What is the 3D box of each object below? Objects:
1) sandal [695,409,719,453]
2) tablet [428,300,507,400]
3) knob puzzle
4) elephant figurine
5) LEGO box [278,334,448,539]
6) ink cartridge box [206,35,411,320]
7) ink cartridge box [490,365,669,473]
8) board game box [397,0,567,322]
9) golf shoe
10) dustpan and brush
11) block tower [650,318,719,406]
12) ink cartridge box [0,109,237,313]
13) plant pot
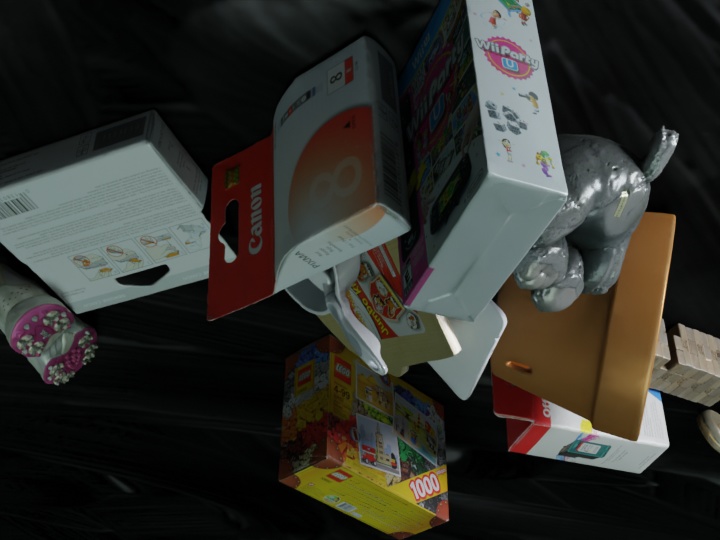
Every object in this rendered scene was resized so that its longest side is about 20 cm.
[{"bbox_3d":[0.488,0.205,1.203,0.198,0.081,0.054,24,116,-20],"label":"sandal"},{"bbox_3d":[0.042,0.012,0.894,0.014,0.200,0.131,-30,155,-31],"label":"tablet"},{"bbox_3d":[0.000,0.000,0.903,0.030,0.220,0.221,-30,155,-31],"label":"knob puzzle"},{"bbox_3d":[0.129,-0.074,0.823,0.153,0.200,0.143,-17,129,-18],"label":"elephant figurine"},{"bbox_3d":[0.006,0.188,1.120,0.077,0.151,0.199,-29,134,32],"label":"LEGO box"},{"bbox_3d":[-0.057,-0.071,0.785,0.198,0.164,0.050,-22,143,26],"label":"ink cartridge box"},{"bbox_3d":[0.219,0.136,1.076,0.197,0.118,0.068,12,142,-13],"label":"ink cartridge box"},{"bbox_3d":[0.076,-0.090,0.724,0.063,0.203,0.148,12,141,-17],"label":"board game box"},{"bbox_3d":[-0.328,0.054,1.035,0.091,0.075,0.201,43,162,15],"label":"golf shoe"},{"bbox_3d":[-0.030,0.004,0.860,0.057,0.200,0.140,-32,159,-33],"label":"dustpan and brush"},{"bbox_3d":[0.314,0.088,1.064,0.197,0.055,0.058,18,140,-19],"label":"block tower"},{"bbox_3d":[-0.226,-0.046,0.917,0.197,0.044,0.174,-14,140,18],"label":"ink cartridge box"},{"bbox_3d":[0.197,0.039,0.910,0.138,0.202,0.202,10,144,14],"label":"plant pot"}]
